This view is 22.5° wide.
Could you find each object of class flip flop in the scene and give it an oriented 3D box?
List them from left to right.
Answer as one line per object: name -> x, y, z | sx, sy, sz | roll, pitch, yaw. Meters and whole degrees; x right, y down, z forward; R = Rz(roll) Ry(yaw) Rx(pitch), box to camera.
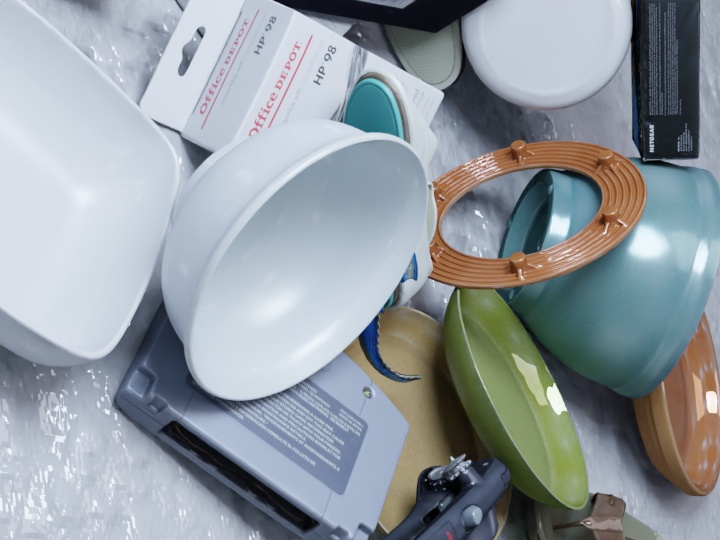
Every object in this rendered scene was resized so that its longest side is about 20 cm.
flip flop -> 0.201, 0.214, 1.469 | 0.200, 0.057, 0.081 | 27, 51, -39

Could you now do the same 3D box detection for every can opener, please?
can opener -> 0.046, 0.189, 1.252 | 0.200, 0.063, 0.079 | -32, 97, -53

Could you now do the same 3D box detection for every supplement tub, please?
supplement tub -> 0.160, -0.219, 1.546 | 0.141, 0.140, 0.200 | 58, 13, -9

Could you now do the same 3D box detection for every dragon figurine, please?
dragon figurine -> 0.000, 0.000, 1.274 | 0.200, 0.099, 0.059 | 57, 43, -10

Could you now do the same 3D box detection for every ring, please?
ring -> 0.125, -0.051, 1.417 | 0.201, 0.199, 0.019 | -61, 142, -47

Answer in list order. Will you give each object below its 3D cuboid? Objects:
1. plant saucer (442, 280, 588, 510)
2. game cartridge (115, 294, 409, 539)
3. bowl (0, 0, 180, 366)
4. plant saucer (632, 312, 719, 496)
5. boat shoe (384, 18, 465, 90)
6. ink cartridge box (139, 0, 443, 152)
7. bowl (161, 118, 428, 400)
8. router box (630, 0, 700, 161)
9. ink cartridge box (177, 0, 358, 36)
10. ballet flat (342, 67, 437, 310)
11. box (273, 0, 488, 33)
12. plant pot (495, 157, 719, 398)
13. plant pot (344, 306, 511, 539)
plant saucer -> 0.115, 0.099, 1.397 | 0.200, 0.031, 0.200 | 53, 19, -27
game cartridge -> -0.060, 0.090, 1.220 | 0.200, 0.041, 0.133 | 38, 42, -16
bowl -> -0.217, -0.050, 1.104 | 0.200, 0.074, 0.201 | 42, 42, -27
plant saucer -> 0.278, 0.101, 1.603 | 0.200, 0.037, 0.201 | -9, 90, -66
boat shoe -> 0.051, -0.249, 1.535 | 0.068, 0.072, 0.201 | -3, 74, -60
ink cartridge box -> -0.048, -0.120, 1.304 | 0.200, 0.067, 0.116 | 23, 94, -41
bowl -> -0.058, -0.023, 1.158 | 0.090, 0.202, 0.201 | 40, 27, 29
router box -> 0.253, -0.200, 1.507 | 0.149, 0.051, 0.201 | -64, 153, -78
ink cartridge box -> -0.084, -0.249, 1.393 | 0.200, 0.045, 0.176 | 54, 40, -15
ballet flat -> 0.026, -0.065, 1.302 | 0.069, 0.069, 0.201 | -53, 149, -49
box -> 0.006, -0.297, 1.393 | 0.199, 0.104, 0.183 | 2, 70, -44
plant pot -> 0.193, -0.008, 1.497 | 0.134, 0.200, 0.201 | 17, 53, -12
plant pot -> 0.040, 0.125, 1.353 | 0.200, 0.027, 0.201 | 26, 52, -40
